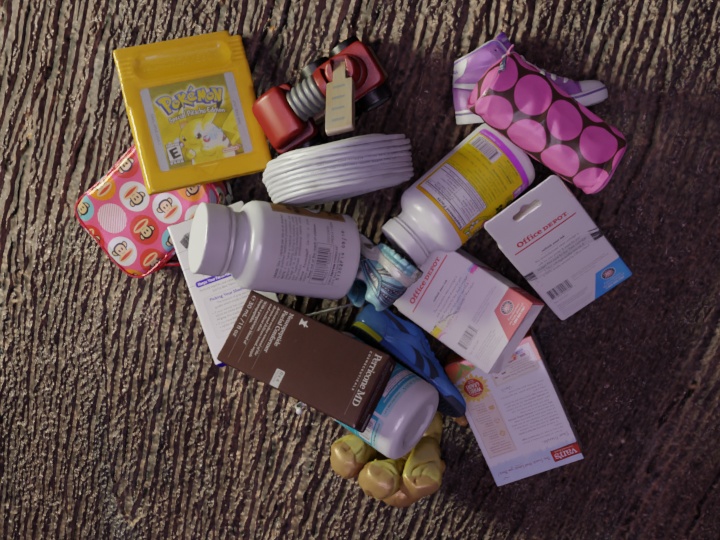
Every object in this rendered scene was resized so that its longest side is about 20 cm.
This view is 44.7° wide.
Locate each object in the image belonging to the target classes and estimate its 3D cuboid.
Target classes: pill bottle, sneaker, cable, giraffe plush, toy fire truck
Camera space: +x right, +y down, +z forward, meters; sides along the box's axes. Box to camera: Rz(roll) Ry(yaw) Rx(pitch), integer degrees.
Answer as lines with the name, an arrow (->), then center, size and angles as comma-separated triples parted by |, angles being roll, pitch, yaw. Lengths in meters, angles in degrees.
pill bottle -> -0.111, -0.029, 1.116 | 0.200, 0.114, 0.115 | 7, 107, -23
sneaker -> 0.000, 0.000, 1.179 | 0.078, 0.200, 0.086 | 40, 84, -24
cable -> -0.029, -0.130, 1.148 | 0.200, 0.200, 0.069 | -11, 93, 12
sneaker -> 0.219, -0.257, 1.146 | 0.200, 0.073, 0.114 | -4, 100, 10
pill bottle -> 0.125, -0.095, 1.154 | 0.200, 0.104, 0.104 | -41, 95, -4
giraffe plush -> 0.055, 0.268, 1.258 | 0.172, 0.200, 0.162 | 26, 141, 20
pill bottle -> -0.003, 0.155, 1.172 | 0.200, 0.111, 0.111 | 32, 108, 24
toy fire truck -> -0.055, -0.212, 1.125 | 0.176, 0.200, 0.129 | -30, 91, 15
sneaker -> 0.079, 0.117, 1.211 | 0.200, 0.066, 0.078 | 41, 63, 8

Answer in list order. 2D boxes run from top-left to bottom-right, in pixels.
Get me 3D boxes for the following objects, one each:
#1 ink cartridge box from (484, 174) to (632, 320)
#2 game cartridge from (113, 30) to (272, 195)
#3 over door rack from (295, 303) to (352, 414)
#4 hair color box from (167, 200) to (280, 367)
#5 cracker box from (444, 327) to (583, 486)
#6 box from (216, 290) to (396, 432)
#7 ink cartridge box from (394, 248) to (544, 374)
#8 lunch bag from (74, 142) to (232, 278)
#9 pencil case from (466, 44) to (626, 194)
ink cartridge box -> 0.254, -0.042, 1.158 | 0.116, 0.068, 0.200 | -36, 120, 15
game cartridge -> -0.227, -0.218, 1.195 | 0.176, 0.032, 0.200 | -14, 92, -13
over door rack -> -0.029, 0.122, 1.281 | 0.200, 0.067, 0.148 | -17, 101, 13
hair color box -> -0.176, 0.019, 1.191 | 0.109, 0.065, 0.200 | -20, 84, -6
cracker box -> 0.222, 0.196, 1.264 | 0.134, 0.058, 0.200 | -22, 99, 15
box -> -0.067, 0.113, 1.092 | 0.200, 0.075, 0.100 | 24, 81, 13
ink cartridge box -> 0.135, 0.039, 1.210 | 0.200, 0.067, 0.117 | 36, 103, 23
lunch bag -> -0.290, -0.088, 1.262 | 0.200, 0.082, 0.176 | -39, 96, 15
pencil case -> 0.234, -0.185, 1.082 | 0.200, 0.091, 0.094 | 35, 82, -9
